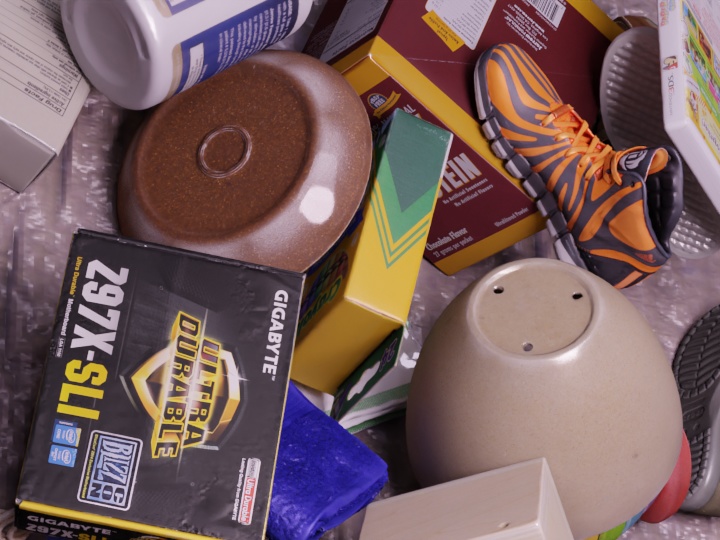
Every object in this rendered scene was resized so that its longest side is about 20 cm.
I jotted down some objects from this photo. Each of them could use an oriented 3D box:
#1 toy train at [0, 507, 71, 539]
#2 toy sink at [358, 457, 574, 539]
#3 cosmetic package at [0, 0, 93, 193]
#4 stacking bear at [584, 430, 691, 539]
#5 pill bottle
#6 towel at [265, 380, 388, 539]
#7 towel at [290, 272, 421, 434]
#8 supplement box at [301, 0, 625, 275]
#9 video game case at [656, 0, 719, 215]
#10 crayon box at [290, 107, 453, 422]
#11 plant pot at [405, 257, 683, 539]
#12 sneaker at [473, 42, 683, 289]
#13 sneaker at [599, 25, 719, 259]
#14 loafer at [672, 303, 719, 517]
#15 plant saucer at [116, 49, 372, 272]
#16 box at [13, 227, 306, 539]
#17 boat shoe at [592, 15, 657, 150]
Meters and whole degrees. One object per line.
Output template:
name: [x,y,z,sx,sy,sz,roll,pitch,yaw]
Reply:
toy train: [-0.174,0.211,1.473,0.199,0.085,0.117,0,80,-30]
toy sink: [0.090,0.248,1.504,0.112,0.129,0.201,-73,146,-69]
cosmetic package: [-0.235,-0.167,1.627,0.105,0.071,0.201,33,54,-14]
stacking bear: [0.137,0.166,1.653,0.199,0.114,0.122,-30,75,-30]
pill bottle: [-0.103,-0.200,1.600,0.199,0.111,0.111,-31,83,-34]
towel: [-0.079,0.099,1.541,0.200,0.050,0.148,40,22,10]
towel: [-0.036,0.025,1.670,0.149,0.031,0.201,-18,76,-36]
supplement box: [0.070,-0.146,1.734,0.197,0.133,0.201,39,53,-20]
video game case: [0.265,-0.129,1.695,0.200,0.023,0.183,48,36,-49]
crayon box: [0.000,0.000,1.611,0.051,0.126,0.201,23,55,-14]
plant pot: [0.124,0.070,1.579,0.199,0.135,0.201,-5,48,5]
sneaker: [0.167,-0.087,1.623,0.077,0.112,0.201,-36,97,-41]
sneaker: [0.243,-0.117,1.762,0.201,0.075,0.105,66,30,-29]
loafer: [0.289,0.111,1.795,0.069,0.075,0.201,34,58,-25]
plant saucer: [-0.090,-0.077,1.603,0.037,0.199,0.202,50,36,-56]
box: [-0.127,0.083,1.460,0.158,0.049,0.201,11,62,-4]
boat shoe: [0.229,-0.118,1.867,0.073,0.076,0.201,0,66,-26]
